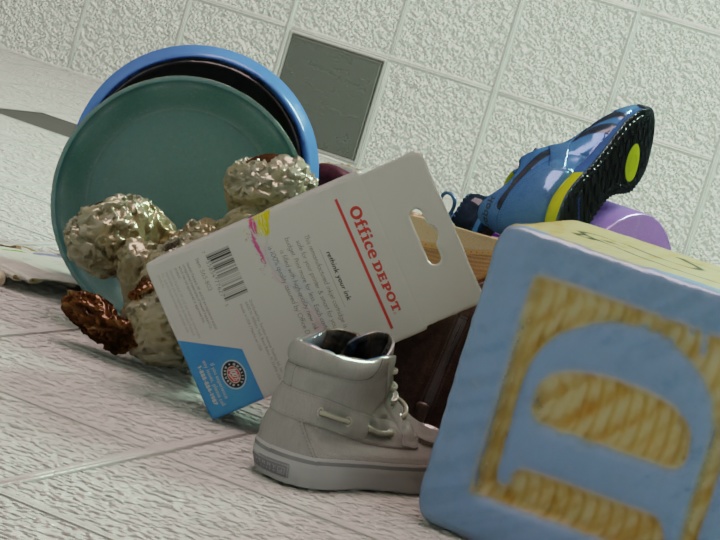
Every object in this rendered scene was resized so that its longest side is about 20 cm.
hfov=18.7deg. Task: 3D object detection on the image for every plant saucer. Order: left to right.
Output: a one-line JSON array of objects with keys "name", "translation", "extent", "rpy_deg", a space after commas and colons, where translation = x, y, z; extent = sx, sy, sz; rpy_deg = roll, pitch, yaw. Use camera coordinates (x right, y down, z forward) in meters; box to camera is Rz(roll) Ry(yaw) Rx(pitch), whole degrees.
[{"name": "plant saucer", "translation": [-0.141, -0.052, 1.714], "extent": [0.200, 0.200, 0.036], "rpy_deg": [17, 3, -2]}]

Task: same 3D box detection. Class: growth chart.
[{"name": "growth chart", "translation": [-0.264, -0.003, 1.784], "extent": [0.200, 0.018, 0.145], "rpy_deg": [10, 9, -44]}]

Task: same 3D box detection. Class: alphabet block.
[{"name": "alphabet block", "translation": [0.171, 0.086, 1.401], "extent": [0.195, 0.197, 0.200], "rpy_deg": [20, 8, 14]}]

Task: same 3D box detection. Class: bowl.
[{"name": "bowl", "translation": [-0.134, -0.080, 1.757], "extent": [0.200, 0.201, 0.039], "rpy_deg": [17, 4, -2]}]

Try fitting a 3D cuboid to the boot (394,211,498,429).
[{"name": "boot", "translation": [0.090, 0.060, 1.546], "extent": [0.200, 0.167, 0.072], "rpy_deg": [15, -7, -11]}]

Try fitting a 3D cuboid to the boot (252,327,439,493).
[{"name": "boot", "translation": [0.012, 0.088, 1.411], "extent": [0.073, 0.096, 0.200], "rpy_deg": [21, 8, 31]}]

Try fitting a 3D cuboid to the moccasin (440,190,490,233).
[{"name": "moccasin", "translation": [0.079, -0.013, 1.843], "extent": [0.068, 0.081, 0.200], "rpy_deg": [34, -20, 15]}]

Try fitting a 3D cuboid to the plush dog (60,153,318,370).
[{"name": "plush dog", "translation": [-0.118, 0.019, 1.597], "extent": [0.200, 0.161, 0.172], "rpy_deg": [-14, 16, 13]}]

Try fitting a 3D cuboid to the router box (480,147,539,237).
[{"name": "router box", "translation": [0.159, 0.015, 1.811], "extent": [0.051, 0.149, 0.200], "rpy_deg": [22, -18, 37]}]

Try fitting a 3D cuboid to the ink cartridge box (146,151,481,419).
[{"name": "ink cartridge box", "translation": [-0.028, 0.006, 1.470], "extent": [0.200, 0.115, 0.068], "rpy_deg": [-23, 3, 6]}]

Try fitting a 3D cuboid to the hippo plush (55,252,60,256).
[{"name": "hippo plush", "translation": [-0.146, -0.065, 1.955], "extent": [0.200, 0.161, 0.159], "rpy_deg": [17, 7, -3]}]

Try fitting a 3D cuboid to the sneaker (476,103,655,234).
[{"name": "sneaker", "translation": [0.156, -0.078, 1.637], "extent": [0.078, 0.066, 0.200], "rpy_deg": [14, 33, 28]}]

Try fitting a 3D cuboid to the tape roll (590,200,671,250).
[{"name": "tape roll", "translation": [0.164, 0.042, 1.694], "extent": [0.066, 0.200, 0.200], "rpy_deg": [21, 8, 31]}]

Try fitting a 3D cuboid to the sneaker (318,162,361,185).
[{"name": "sneaker", "translation": [0.000, 0.000, 1.798], "extent": [0.090, 0.075, 0.200], "rpy_deg": [-28, 71, -27]}]
